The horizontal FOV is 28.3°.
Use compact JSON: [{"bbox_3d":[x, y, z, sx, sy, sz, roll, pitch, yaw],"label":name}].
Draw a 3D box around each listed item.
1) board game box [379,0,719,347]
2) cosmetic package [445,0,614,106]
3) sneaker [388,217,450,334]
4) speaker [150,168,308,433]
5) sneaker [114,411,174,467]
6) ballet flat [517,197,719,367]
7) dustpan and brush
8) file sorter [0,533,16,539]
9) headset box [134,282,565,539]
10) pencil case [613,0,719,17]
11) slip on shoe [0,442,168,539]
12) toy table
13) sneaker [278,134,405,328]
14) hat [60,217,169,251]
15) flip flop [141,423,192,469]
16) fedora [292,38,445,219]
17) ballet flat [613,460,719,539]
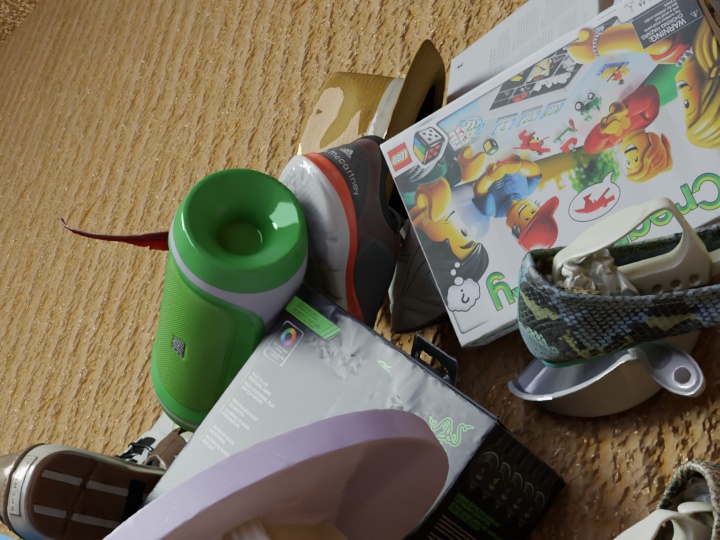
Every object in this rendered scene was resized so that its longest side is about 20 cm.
[{"bbox_3d":[0.118,-0.057,0.776,0.199,0.034,0.128,-29,76,25],"label":"board game box"},{"bbox_3d":[0.125,-0.116,1.008,0.150,0.052,0.202,-32,32,33],"label":"cosmetic package"},{"bbox_3d":[0.068,-0.013,0.890,0.070,0.081,0.200,-13,-3,-31],"label":"sneaker"},{"bbox_3d":[-0.085,0.026,0.894,0.201,0.087,0.089,109,-179,-55],"label":"speaker"},{"bbox_3d":[-0.176,0.169,1.105,0.073,0.080,0.202,-16,41,54],"label":"sneaker"},{"bbox_3d":[0.168,-0.007,0.682,0.197,0.075,0.075,-17,33,7],"label":"ballet flat"},{"bbox_3d":[0.145,0.035,0.763,0.140,0.057,0.200,-49,26,4],"label":"dustpan and brush"},{"bbox_3d":[-0.155,0.250,0.824,0.138,0.199,0.124,-3,54,57],"label":"file sorter"},{"bbox_3d":[-0.009,0.129,0.800,0.174,0.093,0.201,34,85,43],"label":"headset box"},{"bbox_3d":[0.178,-0.129,0.867,0.201,0.090,0.083,-63,2,-34],"label":"pencil case"},{"bbox_3d":[-0.145,0.154,0.869,0.060,0.199,0.077,-1,71,39],"label":"slip on shoe"},{"bbox_3d":[-0.029,0.159,0.633,0.199,0.184,0.118,-32,53,-2],"label":"toy table"},{"bbox_3d":[0.000,0.000,0.909,0.081,0.202,0.077,-30,54,-26],"label":"sneaker"},{"bbox_3d":[-0.108,-0.022,1.123,0.200,0.176,0.166,-44,26,14],"label":"hat"},{"bbox_3d":[-0.137,0.166,1.039,0.080,0.058,0.202,-2,57,38],"label":"flip flop"},{"bbox_3d":[-0.001,-0.074,1.022,0.201,0.081,0.203,18,-90,-81],"label":"fedora"},{"bbox_3d":[0.110,0.170,0.626,0.201,0.075,0.068,-57,31,-10],"label":"ballet flat"}]
